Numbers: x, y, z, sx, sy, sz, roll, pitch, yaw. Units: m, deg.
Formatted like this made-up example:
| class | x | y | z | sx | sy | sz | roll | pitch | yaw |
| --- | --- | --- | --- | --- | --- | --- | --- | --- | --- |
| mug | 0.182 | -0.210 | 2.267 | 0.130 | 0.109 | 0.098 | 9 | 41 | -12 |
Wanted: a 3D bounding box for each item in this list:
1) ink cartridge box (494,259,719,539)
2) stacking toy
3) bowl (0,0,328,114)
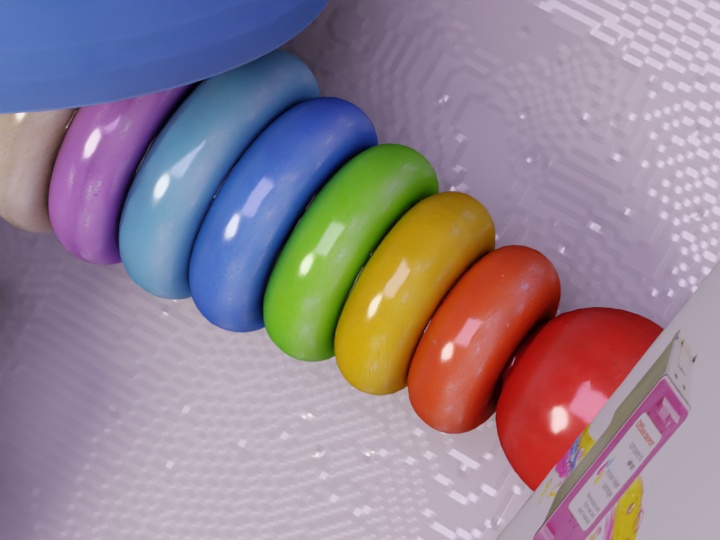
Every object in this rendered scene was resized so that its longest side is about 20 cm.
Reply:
| class | x | y | z | sx | sy | sz | roll | pitch | yaw |
| --- | --- | --- | --- | --- | --- | --- | --- | --- | --- |
| ink cartridge box | 0.092 | 0.079 | 0.674 | 0.085 | 0.145 | 0.200 | 36 | 103 | -13 |
| stacking toy | 0.000 | 0.000 | 0.778 | 0.200 | 0.085 | 0.085 | 34 | 91 | 15 |
| bowl | -0.103 | -0.101 | 0.769 | 0.200 | 0.201 | 0.039 | 14 | 121 | 19 |
